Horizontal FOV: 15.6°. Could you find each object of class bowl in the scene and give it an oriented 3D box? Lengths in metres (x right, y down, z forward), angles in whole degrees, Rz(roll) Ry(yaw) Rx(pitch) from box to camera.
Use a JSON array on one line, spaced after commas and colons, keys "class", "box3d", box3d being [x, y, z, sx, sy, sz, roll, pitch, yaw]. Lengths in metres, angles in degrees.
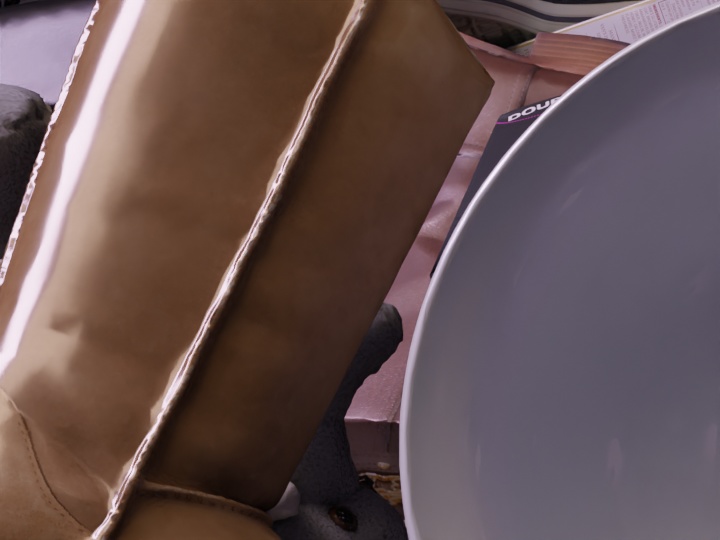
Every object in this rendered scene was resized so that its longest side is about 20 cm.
[{"class": "bowl", "box3d": [0.117, 0.041, 0.585, 0.201, 0.201, 0.090, -15, -20, 16]}]

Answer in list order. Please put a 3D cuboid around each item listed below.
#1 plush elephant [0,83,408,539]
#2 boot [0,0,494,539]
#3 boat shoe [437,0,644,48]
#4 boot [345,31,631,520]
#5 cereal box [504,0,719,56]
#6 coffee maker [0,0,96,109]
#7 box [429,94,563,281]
[{"class": "plush elephant", "box3d": [-0.050, 0.061, 0.723, 0.155, 0.200, 0.165, 3, 14, -2]}, {"class": "boot", "box3d": [-0.010, 0.025, 0.622, 0.200, 0.175, 0.066, -66, 10, -26]}, {"class": "boat shoe", "box3d": [0.050, -0.107, 1.011, 0.200, 0.062, 0.075, -4, -19, -38]}, {"class": "boot", "box3d": [0.000, 0.000, 0.880, 0.186, 0.064, 0.200, 2, 49, 25]}, {"class": "cereal box", "box3d": [0.120, -0.068, 1.030, 0.200, 0.040, 0.144, -19, -17, 5]}, {"class": "coffee maker", "box3d": [-0.084, -0.092, 1.201, 0.200, 0.192, 0.135, -12, 1, 21]}, {"class": "box", "box3d": [0.140, 0.004, 0.717, 0.200, 0.124, 0.149, -17, 16, 15]}]
